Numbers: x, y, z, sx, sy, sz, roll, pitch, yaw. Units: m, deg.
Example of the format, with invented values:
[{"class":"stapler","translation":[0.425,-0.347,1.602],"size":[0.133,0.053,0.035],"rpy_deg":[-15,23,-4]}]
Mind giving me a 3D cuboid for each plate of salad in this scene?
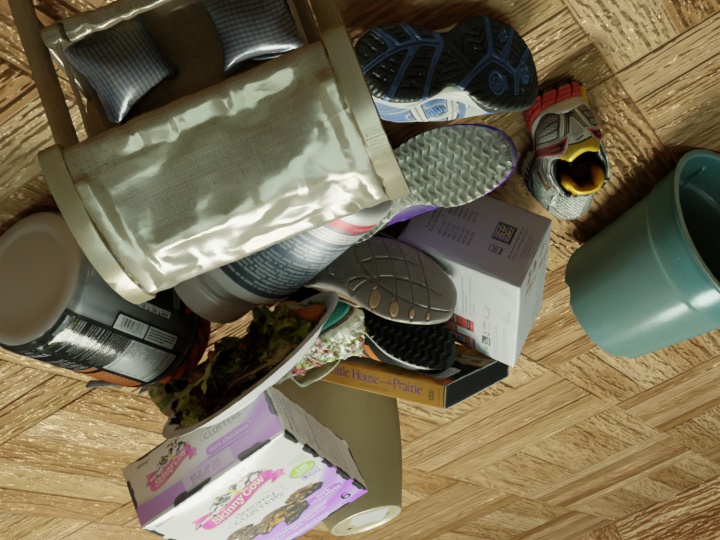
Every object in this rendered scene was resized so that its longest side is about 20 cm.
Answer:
[{"class":"plate of salad","translation":[-0.104,0.075,0.956],"size":[0.199,0.048,0.200],"rpy_deg":[-36,-168,9]}]

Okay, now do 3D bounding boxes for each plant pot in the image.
[{"class":"plant pot","translation":[-0.021,0.224,1.358],"size":[0.186,0.201,0.188],"rpy_deg":[-15,152,-8]},{"class":"plant pot","translation":[0.353,-0.001,1.220],"size":[0.199,0.202,0.196],"rpy_deg":[3,153,-37]}]

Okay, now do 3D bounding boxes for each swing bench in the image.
[{"class":"swing bench","translation":[-0.098,-0.114,0.684],"size":[0.197,0.201,0.130],"rpy_deg":[-22,153,5]}]

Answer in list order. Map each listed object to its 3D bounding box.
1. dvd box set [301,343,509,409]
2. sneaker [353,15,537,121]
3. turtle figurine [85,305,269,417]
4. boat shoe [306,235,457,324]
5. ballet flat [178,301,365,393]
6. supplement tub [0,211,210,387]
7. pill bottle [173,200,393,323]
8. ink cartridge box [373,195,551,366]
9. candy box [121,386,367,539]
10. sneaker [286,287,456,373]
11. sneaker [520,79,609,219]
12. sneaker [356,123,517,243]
[{"class":"dvd box set","translation":[0.048,0.105,1.201],"size":[0.199,0.030,0.146],"rpy_deg":[10,-165,35]},{"class":"sneaker","translation":[0.060,-0.158,0.854],"size":[0.199,0.076,0.077],"rpy_deg":[-1,174,-36]},{"class":"turtle figurine","translation":[-0.174,0.108,1.150],"size":[0.194,0.200,0.144],"rpy_deg":[-47,143,1]},{"class":"boat shoe","translation":[0.000,0.000,1.043],"size":[0.198,0.076,0.072],"rpy_deg":[21,177,5]},{"class":"ballet flat","translation":[-0.081,0.097,1.064],"size":[0.199,0.076,0.064],"rpy_deg":[-25,120,-2]},{"class":"supplement tub","translation":[-0.229,0.034,0.957],"size":[0.122,0.123,0.200],"rpy_deg":[-28,152,17]},{"class":"pill bottle","translation":[-0.076,-0.042,0.922],"size":[0.119,0.120,0.200],"rpy_deg":[11,140,-45]},{"class":"ink cartridge box","translation":[0.099,-0.004,1.111],"size":[0.174,0.084,0.200],"rpy_deg":[23,158,16]},{"class":"candy box","translation":[-0.111,0.211,1.072],"size":[0.167,0.072,0.200],"rpy_deg":[-34,144,6]},{"class":"sneaker","translation":[0.008,0.061,1.151],"size":[0.199,0.070,0.090],"rpy_deg":[21,159,7]},{"class":"sneaker","translation":[0.201,-0.097,1.045],"size":[0.077,0.083,0.200],"rpy_deg":[-22,154,5]},{"class":"sneaker","translation":[0.060,-0.090,0.963],"size":[0.199,0.070,0.099],"rpy_deg":[-18,-171,35]}]
